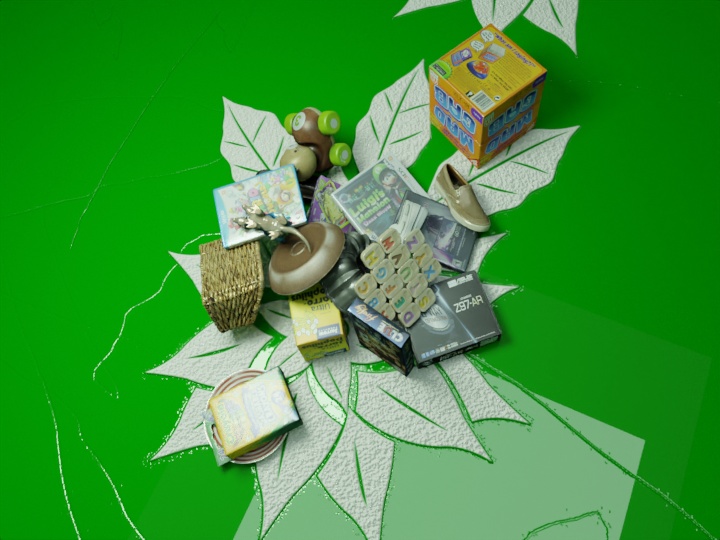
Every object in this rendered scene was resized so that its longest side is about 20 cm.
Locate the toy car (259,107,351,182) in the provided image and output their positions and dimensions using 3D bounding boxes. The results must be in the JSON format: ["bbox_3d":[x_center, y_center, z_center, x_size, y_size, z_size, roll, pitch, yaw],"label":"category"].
[{"bbox_3d":[-0.151,-0.281,1.502,0.162,0.160,0.200,11,43,44],"label":"toy car"}]

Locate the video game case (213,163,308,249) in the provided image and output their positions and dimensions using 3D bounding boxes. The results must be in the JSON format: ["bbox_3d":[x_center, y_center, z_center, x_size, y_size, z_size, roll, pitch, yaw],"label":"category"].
[{"bbox_3d":[-0.225,-0.144,1.397,0.195,0.018,0.147,-17,73,5],"label":"video game case"}]

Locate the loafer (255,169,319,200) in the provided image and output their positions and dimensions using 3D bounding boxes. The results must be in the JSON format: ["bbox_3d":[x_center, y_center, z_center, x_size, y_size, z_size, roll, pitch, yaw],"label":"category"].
[{"bbox_3d":[-0.167,-0.202,1.567,0.195,0.072,0.074,12,31,3],"label":"loafer"}]

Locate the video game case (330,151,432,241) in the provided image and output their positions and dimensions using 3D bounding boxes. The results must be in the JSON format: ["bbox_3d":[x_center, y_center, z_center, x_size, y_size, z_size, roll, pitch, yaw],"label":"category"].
[{"bbox_3d":[0.056,-0.166,1.504,0.198,0.023,0.183,-37,79,-18],"label":"video game case"}]

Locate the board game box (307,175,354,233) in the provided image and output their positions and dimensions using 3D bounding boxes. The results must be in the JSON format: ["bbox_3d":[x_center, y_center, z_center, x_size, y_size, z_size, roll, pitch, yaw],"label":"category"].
[{"bbox_3d":[-0.070,-0.115,1.495,0.118,0.032,0.205,24,64,-23],"label":"board game box"}]

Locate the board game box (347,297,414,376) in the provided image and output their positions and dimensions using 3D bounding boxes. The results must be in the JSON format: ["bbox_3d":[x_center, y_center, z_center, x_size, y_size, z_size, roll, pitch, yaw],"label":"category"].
[{"bbox_3d":[0.047,0.142,1.294,0.134,0.201,0.035,34,73,21],"label":"board game box"}]

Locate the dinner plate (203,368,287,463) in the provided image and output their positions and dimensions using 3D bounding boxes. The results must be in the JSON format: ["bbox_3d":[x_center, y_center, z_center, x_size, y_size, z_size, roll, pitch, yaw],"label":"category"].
[{"bbox_3d":[-0.242,0.313,1.349,0.194,0.024,0.205,-3,65,6],"label":"dinner plate"}]

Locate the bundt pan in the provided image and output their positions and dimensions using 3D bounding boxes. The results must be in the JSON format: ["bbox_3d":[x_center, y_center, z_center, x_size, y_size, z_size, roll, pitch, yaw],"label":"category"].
[{"bbox_3d":[0.000,0.000,1.371,0.199,0.075,0.206,25,47,-29],"label":"bundt pan"}]

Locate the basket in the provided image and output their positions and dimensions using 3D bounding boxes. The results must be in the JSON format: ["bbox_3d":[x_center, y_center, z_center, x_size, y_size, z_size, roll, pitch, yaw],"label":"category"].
[{"bbox_3d":[-0.271,0.026,1.414,0.146,0.144,0.202,-19,45,0],"label":"basket"}]

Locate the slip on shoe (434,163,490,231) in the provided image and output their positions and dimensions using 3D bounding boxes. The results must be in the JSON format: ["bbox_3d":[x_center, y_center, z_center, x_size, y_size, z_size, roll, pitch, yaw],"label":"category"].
[{"bbox_3d":[0.244,-0.174,1.473,0.074,0.061,0.202,-6,47,-26],"label":"slip on shoe"}]

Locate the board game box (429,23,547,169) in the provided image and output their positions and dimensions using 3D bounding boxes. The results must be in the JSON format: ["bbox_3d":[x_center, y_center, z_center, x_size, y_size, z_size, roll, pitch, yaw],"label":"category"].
[{"bbox_3d":[0.303,-0.424,1.528,0.198,0.201,0.201,-35,65,-10],"label":"board game box"}]

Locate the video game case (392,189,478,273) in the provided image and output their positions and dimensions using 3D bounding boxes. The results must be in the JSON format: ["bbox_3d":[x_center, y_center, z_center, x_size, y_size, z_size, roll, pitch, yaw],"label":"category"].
[{"bbox_3d":[0.175,-0.093,1.469,0.196,0.019,0.146,22,69,2],"label":"video game case"}]

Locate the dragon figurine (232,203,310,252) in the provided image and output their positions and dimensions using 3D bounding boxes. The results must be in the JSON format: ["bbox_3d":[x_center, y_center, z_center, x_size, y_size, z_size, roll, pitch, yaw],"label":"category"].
[{"bbox_3d":[-0.184,-0.096,1.329,0.195,0.099,0.060,18,92,4],"label":"dragon figurine"}]

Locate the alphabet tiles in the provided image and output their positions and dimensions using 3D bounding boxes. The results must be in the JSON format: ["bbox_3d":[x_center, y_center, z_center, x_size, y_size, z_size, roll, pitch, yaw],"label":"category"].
[{"bbox_3d":[0.084,0.016,1.324,0.195,0.202,0.015,-40,24,-15],"label":"alphabet tiles"}]

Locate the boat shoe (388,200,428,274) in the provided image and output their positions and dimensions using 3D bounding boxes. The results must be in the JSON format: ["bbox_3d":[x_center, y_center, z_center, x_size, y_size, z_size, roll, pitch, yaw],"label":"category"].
[{"bbox_3d":[0.090,-0.074,1.401,0.066,0.074,0.202,28,52,-1],"label":"boat shoe"}]

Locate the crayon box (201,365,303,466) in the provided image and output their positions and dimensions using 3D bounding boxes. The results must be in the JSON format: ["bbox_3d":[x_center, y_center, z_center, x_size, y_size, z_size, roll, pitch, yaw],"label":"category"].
[{"bbox_3d":[-0.234,0.305,1.311,0.196,0.052,0.128,-26,64,-5],"label":"crayon box"}]

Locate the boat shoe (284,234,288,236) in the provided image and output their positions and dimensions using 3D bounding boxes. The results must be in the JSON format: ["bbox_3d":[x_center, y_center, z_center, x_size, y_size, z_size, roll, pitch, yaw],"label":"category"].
[{"bbox_3d":[-0.163,-0.096,1.511,0.072,0.065,0.201,-35,84,-25],"label":"boat shoe"}]

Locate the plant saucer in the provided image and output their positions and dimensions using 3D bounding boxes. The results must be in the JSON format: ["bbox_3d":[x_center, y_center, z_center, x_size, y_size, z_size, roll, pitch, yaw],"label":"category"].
[{"bbox_3d":[-0.126,-0.038,1.342,0.197,0.037,0.203,-24,38,21],"label":"plant saucer"}]

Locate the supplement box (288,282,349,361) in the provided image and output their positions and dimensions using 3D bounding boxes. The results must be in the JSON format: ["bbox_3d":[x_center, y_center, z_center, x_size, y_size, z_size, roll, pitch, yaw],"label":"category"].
[{"bbox_3d":[-0.098,0.080,1.392,0.106,0.110,0.204,-13,64,1],"label":"supplement box"}]

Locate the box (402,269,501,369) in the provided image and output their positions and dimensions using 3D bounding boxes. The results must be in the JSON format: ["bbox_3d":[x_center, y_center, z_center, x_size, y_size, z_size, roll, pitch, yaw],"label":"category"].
[{"bbox_3d":[0.192,0.106,1.380,0.195,0.044,0.163,-18,64,-1],"label":"box"}]
